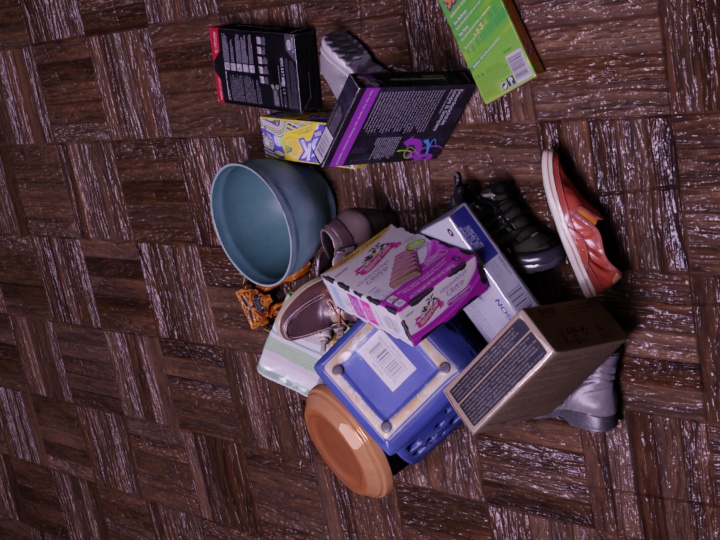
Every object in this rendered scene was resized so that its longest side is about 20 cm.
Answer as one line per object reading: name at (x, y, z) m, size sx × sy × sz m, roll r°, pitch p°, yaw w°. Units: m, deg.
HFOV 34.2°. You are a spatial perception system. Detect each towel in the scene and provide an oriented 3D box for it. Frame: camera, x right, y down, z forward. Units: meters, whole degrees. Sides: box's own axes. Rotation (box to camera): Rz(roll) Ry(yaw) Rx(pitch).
towel at (-0.085, 0.135, 1.945) m, size 0.149 × 0.031 × 0.200 m, roll 24°, pitch 133°, yaw 0°

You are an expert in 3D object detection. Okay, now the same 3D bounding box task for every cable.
cable at (-0.048, 0.035, 1.798) m, size 0.050 × 0.201 × 0.097 m, roll -13°, pitch 137°, yaw 11°

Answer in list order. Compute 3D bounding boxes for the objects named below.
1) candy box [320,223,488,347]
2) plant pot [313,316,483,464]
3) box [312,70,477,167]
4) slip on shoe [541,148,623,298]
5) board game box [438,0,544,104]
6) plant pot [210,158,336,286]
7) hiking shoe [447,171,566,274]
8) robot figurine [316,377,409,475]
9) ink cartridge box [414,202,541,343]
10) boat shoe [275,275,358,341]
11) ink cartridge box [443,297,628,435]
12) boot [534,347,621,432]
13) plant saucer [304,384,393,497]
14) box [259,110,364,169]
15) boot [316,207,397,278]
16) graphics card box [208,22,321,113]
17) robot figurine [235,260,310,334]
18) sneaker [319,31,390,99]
candy box at (0.056, 0.015, 1.571) m, size 0.200 × 0.136 × 0.061 m, roll 23°, pitch 144°, yaw 55°
plant pot at (0.063, 0.143, 1.680) m, size 0.200 × 0.180 × 0.200 m, roll -45°, pitch 73°, yaw 8°
box at (0.048, -0.205, 1.581) m, size 0.036 × 0.199 × 0.143 m, roll 61°, pitch 140°, yaw 31°
slip on shoe at (0.282, -0.066, 1.514) m, size 0.061 × 0.074 × 0.201 m, roll -22°, pitch 83°, yaw 9°
board game box at (0.161, -0.329, 1.536) m, size 0.095 × 0.030 × 0.201 m, roll -25°, pitch 93°, yaw 47°
plant pot at (-0.124, -0.091, 1.852) m, size 0.200 × 0.134 × 0.201 m, roll 27°, pitch 128°, yaw 40°
hiking shoe at (0.192, -0.065, 1.587) m, size 0.200 × 0.076 × 0.101 m, roll 25°, pitch 129°, yaw 37°
robot figurine at (0.016, 0.227, 1.869) m, size 0.200 × 0.125 × 0.150 m, roll 52°, pitch 133°, yaw 15°
ink cartridge box at (0.153, 0.015, 1.616) m, size 0.200 × 0.041 × 0.200 m, roll 54°, pitch 161°, yaw -2°
boat shoe at (-0.026, 0.045, 1.677) m, size 0.072 × 0.199 × 0.072 m, roll 39°, pitch 152°, yaw 54°
ink cartridge box at (0.224, 0.119, 1.486) m, size 0.165 × 0.200 × 0.075 m, roll -49°, pitch 64°, yaw 29°
boot at (0.269, 0.139, 1.621) m, size 0.199 × 0.070 × 0.132 m, roll 7°, pitch 110°, yaw 31°
plant saucer at (-0.025, 0.268, 1.794) m, size 0.200 × 0.037 × 0.201 m, roll 44°, pitch 153°, yaw 29°
box at (-0.062, -0.203, 1.793) m, size 0.199 × 0.064 × 0.070 m, roll 11°, pitch 116°, yaw 41°
boot at (0.000, 0.000, 1.760) m, size 0.070 × 0.146 × 0.201 m, roll 10°, pitch 114°, yaw 46°
graphics card box at (-0.150, -0.320, 1.839) m, size 0.199 × 0.051 × 0.126 m, roll 14°, pitch 117°, yaw 42°
robot figurine at (-0.141, 0.040, 1.987) m, size 0.200 × 0.058 × 0.146 m, roll -26°, pitch 89°, yaw 48°
sneaker at (0.008, -0.257, 1.703) m, size 0.200 × 0.074 × 0.082 m, roll 55°, pitch 148°, yaw 25°
